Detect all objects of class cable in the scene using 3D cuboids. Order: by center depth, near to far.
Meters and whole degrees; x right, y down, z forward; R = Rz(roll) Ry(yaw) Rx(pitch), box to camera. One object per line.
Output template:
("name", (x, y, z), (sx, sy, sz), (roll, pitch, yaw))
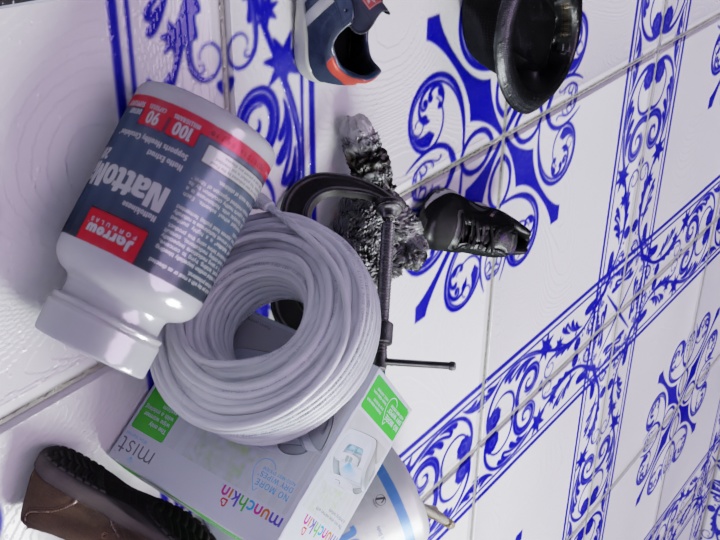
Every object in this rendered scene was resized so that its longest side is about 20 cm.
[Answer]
("cable", (-0.082, 0.046, 0.846), (0.201, 0.199, 0.069), (-54, 148, -15))

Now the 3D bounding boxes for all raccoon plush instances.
("raccoon plush", (-0.023, -0.041, 1.031), (0.134, 0.097, 0.201), (-33, 105, -25))

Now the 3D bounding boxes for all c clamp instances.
("c clamp", (0.000, 0.000, 0.958), (0.027, 0.169, 0.202), (89, 0, -72))

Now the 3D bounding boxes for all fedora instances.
("fedora", (0.173, -0.277, 1.148), (0.200, 0.091, 0.202), (-32, 132, -44))

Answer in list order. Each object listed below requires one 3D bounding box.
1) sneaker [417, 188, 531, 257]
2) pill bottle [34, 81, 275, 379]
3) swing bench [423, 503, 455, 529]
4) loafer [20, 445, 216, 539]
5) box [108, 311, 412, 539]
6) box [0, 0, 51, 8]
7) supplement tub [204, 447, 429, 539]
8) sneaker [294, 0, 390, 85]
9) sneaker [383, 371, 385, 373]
("sneaker", (0.145, -0.052, 1.235), (0.199, 0.087, 0.076), (-3, 111, -55))
("pill bottle", (-0.158, -0.028, 0.766), (0.120, 0.119, 0.201), (38, 75, -57))
("swing bench", (-0.004, 0.345, 1.205), (0.199, 0.129, 0.201), (46, 63, -55))
("loafer", (-0.193, 0.223, 0.840), (0.071, 0.199, 0.073), (-53, -170, 4))
("box", (-0.088, 0.144, 0.894), (0.177, 0.199, 0.097), (-57, 145, -16))
("box", (-0.209, -0.269, 0.620), (0.158, 0.048, 0.201), (-27, 129, -47))
("supplement tub", (-0.043, 0.262, 1.029), (0.199, 0.132, 0.133), (-26, 133, -15))
("sneaker", (-0.017, -0.254, 0.883), (0.075, 0.084, 0.201), (-43, 139, -35))
("sneaker", (0.001, 0.105, 1.035), (0.200, 0.079, 0.096), (47, 32, -81))
